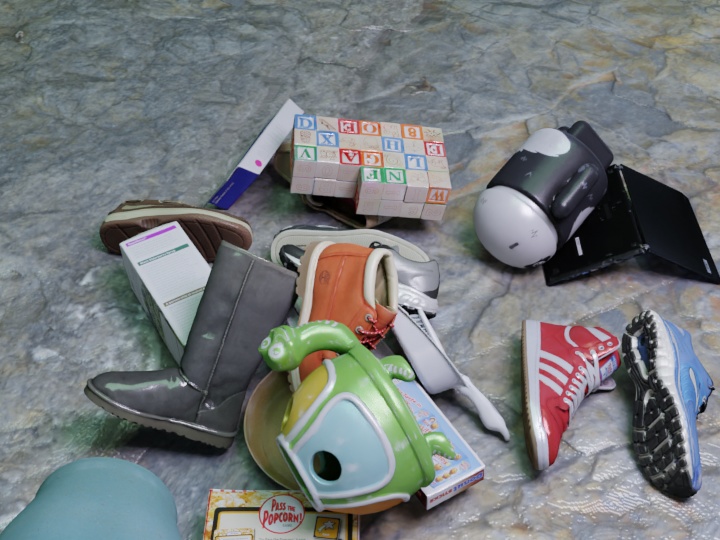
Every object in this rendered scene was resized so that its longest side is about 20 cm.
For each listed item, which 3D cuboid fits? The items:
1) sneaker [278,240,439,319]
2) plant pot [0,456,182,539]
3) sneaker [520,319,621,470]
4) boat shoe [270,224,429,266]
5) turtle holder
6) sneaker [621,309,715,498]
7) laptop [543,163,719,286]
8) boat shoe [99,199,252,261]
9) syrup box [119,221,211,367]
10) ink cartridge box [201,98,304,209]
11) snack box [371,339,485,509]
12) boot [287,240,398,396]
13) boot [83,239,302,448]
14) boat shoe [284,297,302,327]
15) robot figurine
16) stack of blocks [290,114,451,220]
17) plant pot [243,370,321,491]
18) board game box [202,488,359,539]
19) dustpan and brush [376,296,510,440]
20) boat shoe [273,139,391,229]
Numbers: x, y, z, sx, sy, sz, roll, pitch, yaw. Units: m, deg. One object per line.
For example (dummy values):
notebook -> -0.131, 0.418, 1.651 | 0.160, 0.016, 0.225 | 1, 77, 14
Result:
sneaker -> 0.000, 0.000, 1.149 | 0.198, 0.074, 0.080 | 15, 75, -3
plant pot -> -0.230, 0.269, 0.819 | 0.198, 0.202, 0.188 | -3, 27, -3
sneaker -> 0.229, 0.128, 1.038 | 0.111, 0.072, 0.201 | 1, 41, 7
boat shoe -> -0.011, -0.022, 1.204 | 0.198, 0.073, 0.068 | 8, 10, -2
turtle holder -> -0.012, 0.138, 0.891 | 0.131, 0.187, 0.141 | -30, 24, -13
sneaker -> 0.337, 0.139, 1.014 | 0.088, 0.079, 0.202 | 14, 58, -19
laptop -> 0.340, -0.044, 1.265 | 0.198, 0.104, 0.178 | -20, 39, 17
boat shoe -> -0.232, -0.064, 1.248 | 0.200, 0.075, 0.075 | 5, 39, 7
syrup box -> -0.206, 0.037, 1.134 | 0.081, 0.079, 0.200 | -22, 47, -21
ink cartridge box -> -0.149, -0.149, 1.321 | 0.037, 0.095, 0.201 | 41, 46, -10
snack box -> 0.044, 0.154, 1.007 | 0.071, 0.024, 0.200 | -21, 47, -22
boot -> -0.013, 0.070, 0.985 | 0.106, 0.203, 0.075 | 1, -4, 35
boot -> -0.170, 0.066, 1.000 | 0.180, 0.202, 0.073 | 19, 8, -21
boat shoe -> -0.076, 0.052, 1.110 | 0.069, 0.072, 0.200 | -7, 22, -20
robot figurine -> 0.231, -0.095, 1.217 | 0.124, 0.151, 0.200 | 35, 72, 25
stack of blocks -> 0.010, -0.133, 1.243 | 0.198, 0.059, 0.116 | 4, 49, -9
plant pot -> -0.025, 0.166, 1.034 | 0.198, 0.028, 0.201 | 0, 43, 0
board game box -> -0.074, 0.295, 0.880 | 0.150, 0.047, 0.201 | 0, 43, 1
dustpan and brush -> 0.091, 0.107, 1.052 | 0.057, 0.140, 0.201 | -30, 77, 0
boat shoe -> -0.047, -0.115, 1.299 | 0.199, 0.074, 0.069 | 27, 44, 26
